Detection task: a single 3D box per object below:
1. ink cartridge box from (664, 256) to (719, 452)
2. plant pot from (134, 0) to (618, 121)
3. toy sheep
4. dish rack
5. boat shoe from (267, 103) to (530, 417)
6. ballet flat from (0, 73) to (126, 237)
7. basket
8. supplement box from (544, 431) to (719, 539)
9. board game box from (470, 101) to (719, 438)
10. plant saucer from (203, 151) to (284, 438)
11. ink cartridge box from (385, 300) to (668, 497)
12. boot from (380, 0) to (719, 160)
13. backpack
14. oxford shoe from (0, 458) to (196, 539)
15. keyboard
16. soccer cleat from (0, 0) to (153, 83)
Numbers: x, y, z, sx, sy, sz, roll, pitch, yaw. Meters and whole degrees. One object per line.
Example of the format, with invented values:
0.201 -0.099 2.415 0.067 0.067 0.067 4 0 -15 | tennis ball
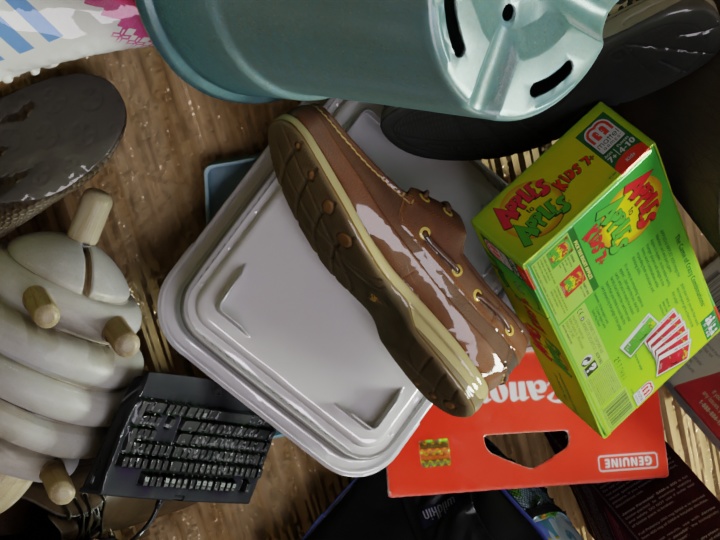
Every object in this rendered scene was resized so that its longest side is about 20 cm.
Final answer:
0.294 0.036 1.712 0.200 0.146 0.083 -39 128 1 | ink cartridge box
0.018 -0.168 1.392 0.200 0.196 0.201 -17 114 -42 | plant pot
-0.181 0.048 1.510 0.138 0.138 0.200 24 99 -34 | toy sheep
0.000 0.000 1.551 0.172 0.044 0.200 38 79 -10 | dish rack
0.022 -0.014 1.502 0.068 0.072 0.200 -40 103 -19 | boat shoe
-0.213 -0.038 1.497 0.200 0.067 0.046 -39 169 -2 | ballet flat
0.216 -0.105 1.554 0.136 0.200 0.181 -17 128 -18 | basket
0.196 0.170 1.713 0.061 0.200 0.109 -31 127 -7 | supplement box
0.138 0.003 1.541 0.102 0.048 0.200 -43 145 -9 | board game box
-0.060 0.016 1.617 0.070 0.019 0.201 -12 122 -18 | plant saucer
0.102 0.043 1.633 0.199 0.044 0.174 -2 79 -24 | ink cartridge box
0.102 -0.156 1.525 0.203 0.154 0.073 -21 143 22 | boot
0.069 0.216 1.682 0.183 0.200 0.147 -47 151 9 | backpack
-0.170 0.142 1.601 0.199 0.084 0.073 -11 121 -21 | oxford shoe
-0.106 0.123 1.559 0.127 0.021 0.200 -65 157 4 | keyboard
-0.175 -0.137 1.447 0.199 0.070 0.087 5 125 -21 | soccer cleat
